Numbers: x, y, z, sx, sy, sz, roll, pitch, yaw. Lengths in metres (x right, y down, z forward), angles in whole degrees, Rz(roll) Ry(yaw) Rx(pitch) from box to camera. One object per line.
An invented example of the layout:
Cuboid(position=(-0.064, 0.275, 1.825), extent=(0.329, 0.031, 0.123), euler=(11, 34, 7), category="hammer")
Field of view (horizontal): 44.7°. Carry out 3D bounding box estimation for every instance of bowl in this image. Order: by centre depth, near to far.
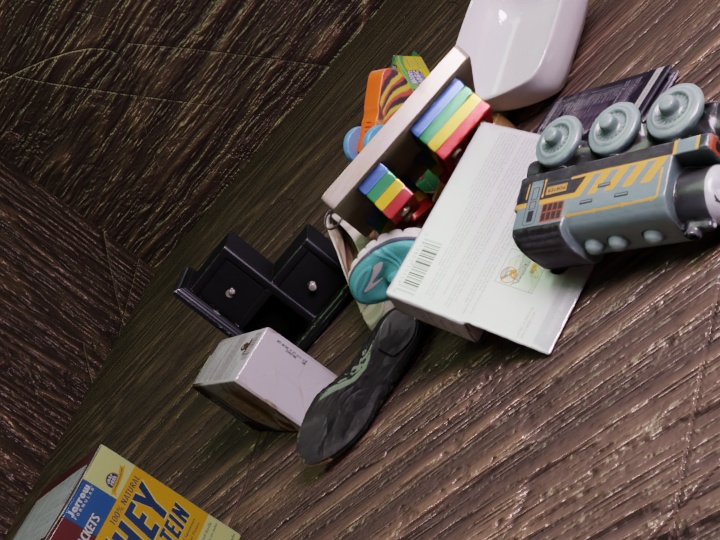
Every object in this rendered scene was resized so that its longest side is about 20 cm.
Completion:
Cuboid(position=(0.201, -0.286, 1.089), extent=(0.199, 0.074, 0.203), euler=(0, 69, 59), category="bowl")

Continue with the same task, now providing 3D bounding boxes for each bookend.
Cuboid(position=(-0.124, 0.006, 1.243), extent=(0.200, 0.198, 0.092), euler=(-48, 14, 13), category="bookend")

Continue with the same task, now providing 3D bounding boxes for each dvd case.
Cuboid(position=(0.219, -0.129, 0.891), extent=(0.150, 0.016, 0.200), euler=(-56, 16, -11), category="dvd case")

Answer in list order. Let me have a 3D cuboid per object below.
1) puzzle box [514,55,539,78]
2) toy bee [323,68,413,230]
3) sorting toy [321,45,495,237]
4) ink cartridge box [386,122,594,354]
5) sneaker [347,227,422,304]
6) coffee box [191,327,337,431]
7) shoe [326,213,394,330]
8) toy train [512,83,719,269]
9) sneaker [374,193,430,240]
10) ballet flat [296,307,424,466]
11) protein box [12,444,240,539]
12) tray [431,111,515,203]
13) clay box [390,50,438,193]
Cuboid(position=(0.240, -0.315, 1.205), extent=(0.133, 0.025, 0.201), euler=(-39, 22, 40), category="puzzle box")
Cuboid(position=(0.030, -0.141, 1.096), extent=(0.202, 0.108, 0.131), euler=(-62, 33, 14), category="toy bee")
Cuboid(position=(0.067, -0.112, 0.939), extent=(0.200, 0.069, 0.199), euler=(-48, -11, 3), category="sorting toy")
Cuboid(position=(0.141, -0.029, 0.790), extent=(0.172, 0.044, 0.202), euler=(20, 72, 35), category="ink cartridge box")
Cuboid(position=(0.068, 0.002, 0.876), extent=(0.198, 0.078, 0.081), euler=(-15, 47, 32), category="sneaker")
Cuboid(position=(-0.127, 0.143, 1.120), extent=(0.080, 0.114, 0.199), euler=(-59, 16, -21), category="coffee box")
Cuboid(position=(0.000, 0.000, 1.069), extent=(0.070, 0.053, 0.202), euler=(-59, 33, 35), category="shoe")
Cuboid(position=(0.204, -0.065, 0.672), extent=(0.198, 0.085, 0.116), euler=(-8, 58, 51), category="toy train")
Cuboid(position=(0.040, -0.075, 1.188), extent=(0.076, 0.070, 0.201), euler=(-45, 16, 40), category="sneaker")
Cuboid(position=(0.005, 0.126, 0.924), extent=(0.201, 0.066, 0.057), euler=(-52, -23, 0), category="ballet flat")
Cuboid(position=(-0.284, 0.332, 1.007), extent=(0.199, 0.198, 0.136), euler=(-35, 23, 46), category="protein box")
Cuboid(position=(0.127, -0.095, 1.047), extent=(0.098, 0.037, 0.201), euler=(-38, 21, 43), category="tray")
Cuboid(position=(0.070, -0.207, 1.189), extent=(0.201, 0.047, 0.116), euler=(-109, 23, -51), category="clay box")
